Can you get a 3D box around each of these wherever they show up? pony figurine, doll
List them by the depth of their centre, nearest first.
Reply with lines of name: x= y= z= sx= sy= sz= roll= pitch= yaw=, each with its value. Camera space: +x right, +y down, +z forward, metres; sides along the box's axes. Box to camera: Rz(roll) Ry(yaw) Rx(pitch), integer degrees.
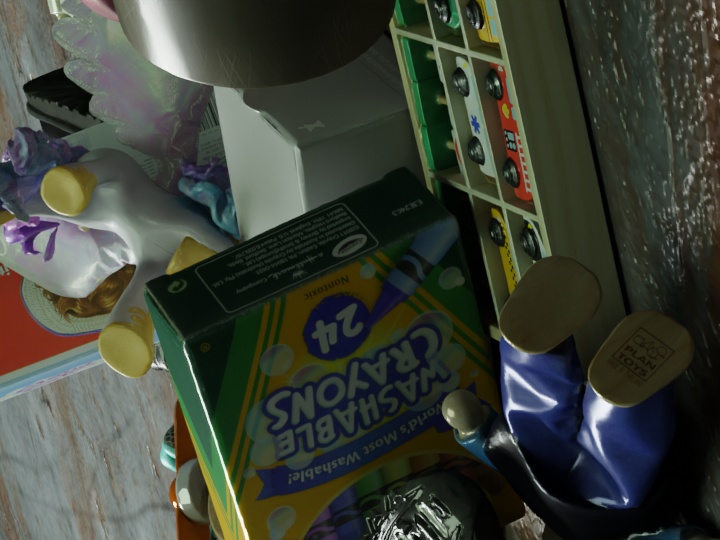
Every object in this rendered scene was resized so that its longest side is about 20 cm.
doll: x=0.092 y=0.076 z=1.111 sx=0.136 sy=0.048 sz=0.200 roll=32 pitch=156 yaw=18
pony figurine: x=-0.118 y=-0.034 z=1.383 sx=0.193 sy=0.200 sz=0.167 roll=37 pitch=109 yaw=12

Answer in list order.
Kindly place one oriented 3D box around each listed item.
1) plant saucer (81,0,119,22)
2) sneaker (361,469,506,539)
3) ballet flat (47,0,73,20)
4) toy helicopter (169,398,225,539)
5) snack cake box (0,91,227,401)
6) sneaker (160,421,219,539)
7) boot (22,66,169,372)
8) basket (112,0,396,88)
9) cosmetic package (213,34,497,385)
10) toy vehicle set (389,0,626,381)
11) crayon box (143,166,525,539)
plant saucer: x=-0.090 y=-0.203 z=1.185 sx=0.051 sy=0.201 sz=0.201 roll=13 pitch=130 yaw=24
sneaker: x=0.056 y=0.140 z=1.226 sx=0.074 sy=0.079 sz=0.200 roll=46 pitch=164 yaw=33
ballet flat: x=-0.141 y=-0.160 z=1.591 sx=0.200 sy=0.072 sz=0.072 roll=-162 pitch=55 yaw=-70
toy helicopter: x=-0.051 y=0.081 z=1.490 sx=0.079 sy=0.132 sz=0.200 roll=44 pitch=-162 yaw=-31
snack cake box: x=-0.140 y=-0.011 z=1.499 sx=0.067 sy=0.200 sz=0.115 roll=83 pitch=167 yaw=-84
sneaker: x=-0.051 y=0.158 z=1.596 sx=0.078 sy=0.091 sz=0.200 roll=107 pitch=141 yaw=-63
boot: x=-0.126 y=-0.034 z=1.650 sx=0.211 sy=0.079 sz=0.158 roll=-143 pitch=38 yaw=-61
basket: x=-0.046 y=-0.180 z=1.075 sx=0.136 sy=0.180 sz=0.200 roll=41 pitch=147 yaw=37
cosmetic package: x=0.000 y=0.000 z=1.292 sx=0.107 sy=0.090 sz=0.200 roll=-133 pitch=33 yaw=-54
toy vehicle set: x=0.053 y=-0.064 z=1.154 sx=0.124 sy=0.026 sz=0.200 roll=-154 pitch=48 yaw=-67
crayon box: x=-0.004 y=0.069 z=1.223 sx=0.052 sy=0.126 sz=0.200 roll=49 pitch=159 yaw=50
